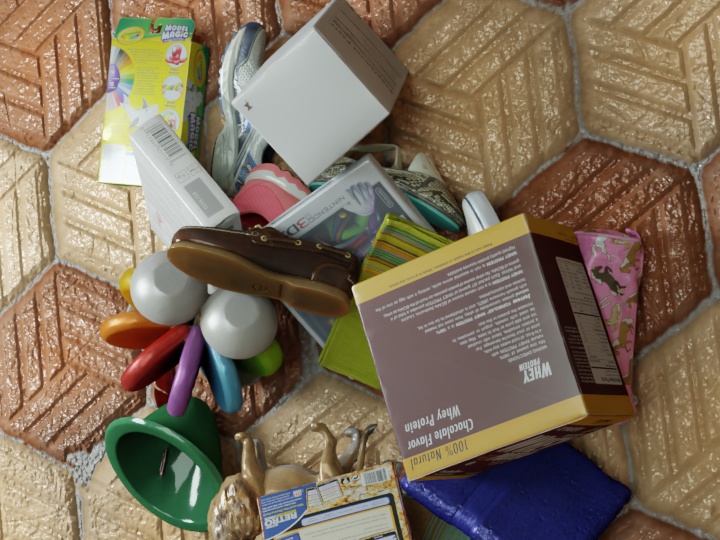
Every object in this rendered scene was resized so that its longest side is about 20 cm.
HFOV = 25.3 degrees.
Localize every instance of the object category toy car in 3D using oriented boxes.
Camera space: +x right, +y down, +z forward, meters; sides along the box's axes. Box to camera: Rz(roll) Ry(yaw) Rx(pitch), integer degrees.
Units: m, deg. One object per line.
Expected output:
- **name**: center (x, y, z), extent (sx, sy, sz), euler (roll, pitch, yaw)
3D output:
- **toy car**: center (-0.188, 0.084, 1.744), extent (0.199, 0.175, 0.150), euler (25, 67, 0)

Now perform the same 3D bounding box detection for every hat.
- **hat**: center (-0.185, 0.171, 1.851), extent (0.165, 0.176, 0.201), euler (4, 129, 33)

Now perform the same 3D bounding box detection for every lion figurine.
- **lion figurine**: center (-0.072, 0.234, 1.734), extent (0.199, 0.072, 0.123), euler (-11, 70, 8)

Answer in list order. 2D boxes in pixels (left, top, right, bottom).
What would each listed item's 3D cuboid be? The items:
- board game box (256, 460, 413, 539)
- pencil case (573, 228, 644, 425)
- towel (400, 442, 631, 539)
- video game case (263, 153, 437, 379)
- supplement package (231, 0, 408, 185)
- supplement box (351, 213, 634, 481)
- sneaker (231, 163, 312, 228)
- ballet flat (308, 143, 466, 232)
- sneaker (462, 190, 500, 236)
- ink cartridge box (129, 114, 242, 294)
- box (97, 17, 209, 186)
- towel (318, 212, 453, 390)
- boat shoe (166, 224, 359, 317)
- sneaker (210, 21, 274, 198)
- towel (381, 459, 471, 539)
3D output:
- **board game box**: center (-0.019, 0.291, 1.611), extent (0.151, 0.046, 0.200), euler (-15, 36, 1)
- **pencil case**: center (0.239, 0.055, 1.622), extent (0.083, 0.086, 0.201), euler (2, 88, 44)
- **towel**: center (0.159, 0.227, 1.641), extent (0.200, 0.050, 0.148), euler (34, 69, 26)
- **video game case**: center (0.000, 0.000, 1.712), extent (0.182, 0.023, 0.200), euler (-34, 110, 20)
- **supplement package**: center (-0.038, -0.194, 1.692), extent (0.121, 0.200, 0.120), euler (-39, 100, 18)
- **supplement box**: center (0.128, 0.079, 1.556), extent (0.197, 0.133, 0.201), euler (-23, 74, 25)
- **sneaker**: center (-0.056, -0.037, 1.749), extent (0.200, 0.087, 0.074), euler (27, 140, 16)
- **ballet flat**: center (0.034, -0.102, 1.747), extent (0.199, 0.068, 0.076), euler (16, 73, 27)
- **sneaker**: center (0.130, 0.018, 1.667), extent (0.071, 0.073, 0.201), euler (-16, 84, -2)
- **ink cartridge box**: center (-0.188, -0.057, 1.797), extent (0.050, 0.200, 0.161), euler (-34, 65, -15)
- **box**: center (-0.244, -0.198, 1.893), extent (0.117, 0.048, 0.201), euler (6, 92, 26)
- **towel**: center (0.028, 0.037, 1.702), extent (0.086, 0.018, 0.200), euler (24, 118, -3)
- **boat shoe**: center (-0.099, -0.011, 1.669), extent (0.199, 0.070, 0.071), euler (18, 61, -8)
- **sneaker**: center (-0.113, -0.180, 1.822), extent (0.085, 0.077, 0.201), euler (6, 97, 16)
- **towel**: center (0.050, 0.279, 1.657), extent (0.146, 0.200, 0.022), euler (5, 133, 25)
